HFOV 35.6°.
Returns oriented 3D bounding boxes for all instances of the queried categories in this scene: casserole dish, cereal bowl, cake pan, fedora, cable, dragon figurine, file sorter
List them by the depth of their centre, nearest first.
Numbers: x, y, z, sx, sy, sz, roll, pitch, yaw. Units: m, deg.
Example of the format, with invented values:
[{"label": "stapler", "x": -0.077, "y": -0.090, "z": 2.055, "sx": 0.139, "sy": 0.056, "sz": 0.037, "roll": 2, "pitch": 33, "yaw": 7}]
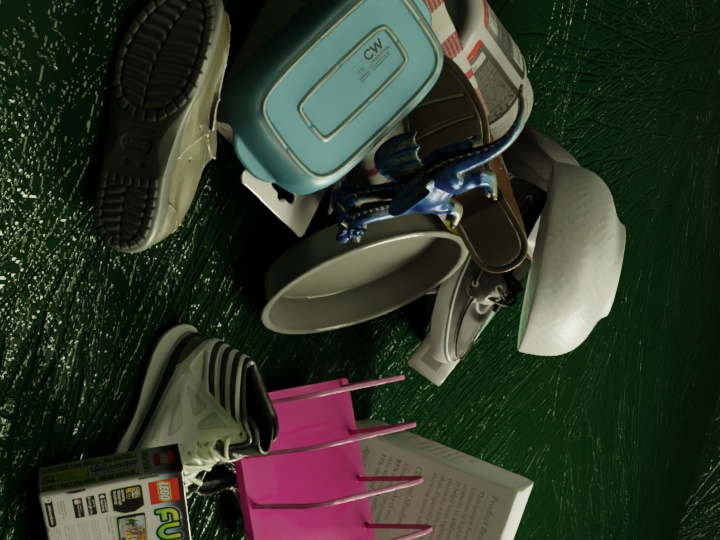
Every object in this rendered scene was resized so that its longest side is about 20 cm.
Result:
[{"label": "casserole dish", "x": -0.012, "y": -0.145, "z": 0.862, "sx": 0.200, "sy": 0.039, "sz": 0.121, "roll": -46, "pitch": 118, "yaw": -12}, {"label": "dragon figurine", "x": 0.049, "y": -0.073, "z": 0.874, "sx": 0.099, "sy": 0.200, "sz": 0.059, "roll": -3, "pitch": 71, "yaw": -31}, {"label": "cake pan", "x": 0.000, "y": 0.000, "z": 1.024, "sx": 0.200, "sy": 0.200, "sz": 0.037, "roll": 17, "pitch": 49, "yaw": -60}, {"label": "file sorter", "x": -0.019, "y": 0.202, "z": 1.025, "sx": 0.139, "sy": 0.125, "sz": 0.200, "roll": -6, "pitch": 84, "yaw": -39}, {"label": "cable", "x": -0.103, "y": 0.207, "z": 1.069, "sx": 0.097, "sy": 0.050, "sz": 0.200, "roll": -56, "pitch": 148, "yaw": -21}, {"label": "cereal bowl", "x": 0.217, "y": -0.006, "z": 1.133, "sx": 0.200, "sy": 0.083, "sz": 0.200, "roll": 12, "pitch": 90, "yaw": -83}, {"label": "fedora", "x": 0.185, "y": -0.079, "z": 1.285, "sx": 0.090, "sy": 0.177, "sz": 0.200, "roll": -48, "pitch": 159, "yaw": -9}]

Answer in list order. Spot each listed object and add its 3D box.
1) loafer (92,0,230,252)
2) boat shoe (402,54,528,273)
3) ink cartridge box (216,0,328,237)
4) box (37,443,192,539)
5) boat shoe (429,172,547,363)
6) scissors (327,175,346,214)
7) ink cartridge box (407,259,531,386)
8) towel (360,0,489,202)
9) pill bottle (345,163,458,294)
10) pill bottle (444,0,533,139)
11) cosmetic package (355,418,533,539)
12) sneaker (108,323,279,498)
[{"label": "loafer", "x": -0.142, "y": -0.112, "z": 0.824, "sx": 0.070, "sy": 0.075, "sz": 0.200, "roll": -3, "pitch": 113, "yaw": -71}, {"label": "boat shoe", "x": 0.086, "y": -0.095, "z": 0.972, "sx": 0.068, "sy": 0.072, "sz": 0.200, "roll": -80, "pitch": 151, "yaw": -69}, {"label": "ink cartridge box", "x": -0.055, "y": -0.143, "z": 0.940, "sx": 0.200, "sy": 0.068, "sz": 0.115, "roll": -65, "pitch": 148, "yaw": -13}, {"label": "box", "x": -0.189, "y": 0.237, "z": 0.901, "sx": 0.110, "sy": 0.035, "sz": 0.200, "roll": -8, "pitch": 121, "yaw": -13}, {"label": "boat shoe", "x": 0.131, "y": 0.003, "z": 1.104, "sx": 0.070, "sy": 0.066, "sz": 0.200, "roll": 31, "pitch": 81, "yaw": -59}, {"label": "scissors", "x": 0.000, "y": -0.149, "z": 0.949, "sx": 0.200, "sy": 0.014, "sz": 0.073, "roll": -64, "pitch": 150, "yaw": -12}, {"label": "ink cartridge box", "x": 0.124, "y": 0.043, "z": 1.244, "sx": 0.161, "sy": 0.050, "sz": 0.200, "roll": -54, "pitch": 173, "yaw": 6}, {"label": "towel", "x": 0.031, "y": -0.163, "z": 0.949, "sx": 0.144, "sy": 0.023, "sz": 0.200, "roll": -47, "pitch": 133, "yaw": -21}, {"label": "pill bottle", "x": 0.050, "y": -0.074, "z": 1.107, "sx": 0.113, "sy": 0.112, "sz": 0.200, "roll": -57, "pitch": 146, "yaw": -24}, {"label": "pill bottle", "x": 0.098, "y": -0.204, "z": 1.113, "sx": 0.200, "sy": 0.116, "sz": 0.116, "roll": 33, "pitch": 77, "yaw": -59}, {"label": "cosmetic package", "x": 0.057, "y": 0.269, "z": 1.187, "sx": 0.166, "sy": 0.200, "sz": 0.168, "roll": 27, "pitch": 83, "yaw": -76}, {"label": "sneaker", "x": -0.138, "y": 0.154, "z": 0.920, "sx": 0.076, "sy": 0.115, "sz": 0.201, "roll": 10, "pitch": 97, "yaw": -60}]
